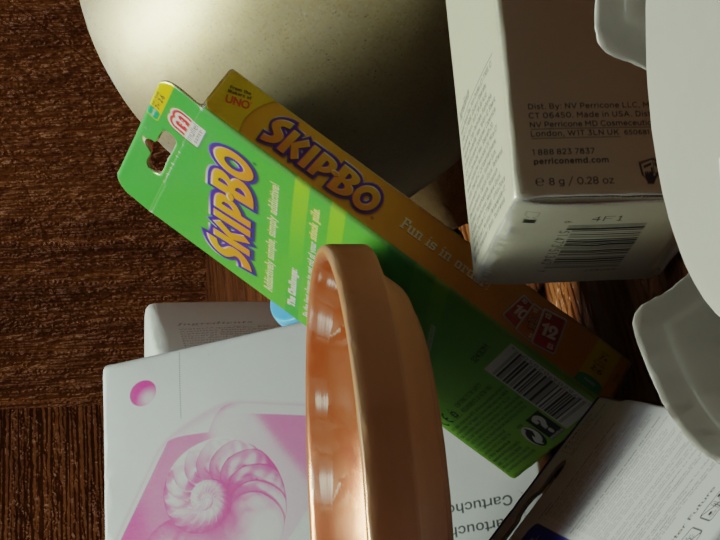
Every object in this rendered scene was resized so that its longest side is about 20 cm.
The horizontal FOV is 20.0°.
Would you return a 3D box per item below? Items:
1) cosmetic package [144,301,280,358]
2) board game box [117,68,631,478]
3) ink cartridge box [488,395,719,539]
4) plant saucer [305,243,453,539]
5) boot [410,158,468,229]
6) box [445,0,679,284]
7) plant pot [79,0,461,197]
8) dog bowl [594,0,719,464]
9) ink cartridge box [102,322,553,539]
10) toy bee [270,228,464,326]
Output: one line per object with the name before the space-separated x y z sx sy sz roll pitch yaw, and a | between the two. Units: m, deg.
cosmetic package | -0.036 0.114 1.152 0.200 0.164 0.166 -128 37 -76
board game box | 0.000 0.000 0.775 0.030 0.200 0.096 -57 3 -28
ink cartridge box | 0.077 0.086 0.596 0.095 0.037 0.200 -52 8 -5
plant saucer | 0.006 0.091 0.711 0.200 0.032 0.202 178 90 -83
boot | 0.032 -0.101 0.981 0.076 0.073 0.201 54 -151 -40
box | 0.067 -0.101 0.693 0.082 0.068 0.201 111 156 -70
plant pot | 0.004 -0.137 0.812 0.134 0.199 0.201 -29 60 54
dog bowl | 0.104 -0.058 0.459 0.200 0.058 0.201 178 90 -83
ink cartridge box | -0.013 0.114 0.867 0.043 0.195 0.201 61 -161 -56
toy bee | 0.009 0.001 0.990 0.108 0.131 0.201 -31 57 30
